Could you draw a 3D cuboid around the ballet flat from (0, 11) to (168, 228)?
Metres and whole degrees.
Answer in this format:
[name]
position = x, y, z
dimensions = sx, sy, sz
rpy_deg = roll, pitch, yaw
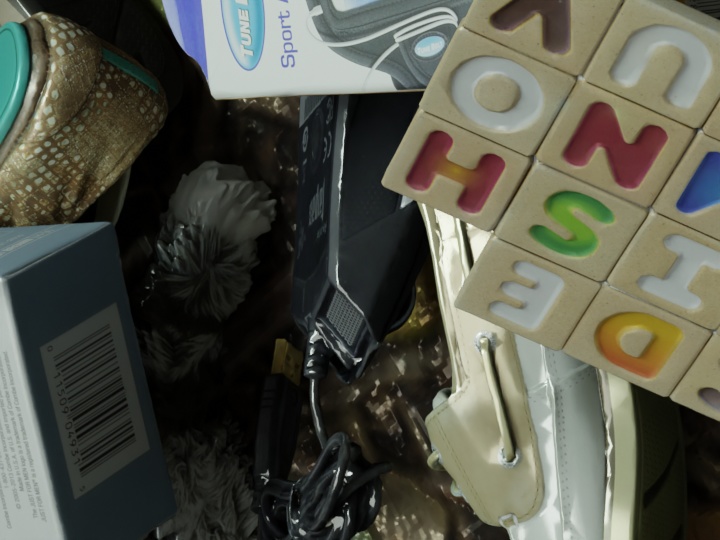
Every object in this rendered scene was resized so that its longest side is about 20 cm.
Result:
[ballet flat]
position = -0.124, -0.004, 0.934
dimensions = 0.200, 0.065, 0.071
rpy_deg = -48, 38, 41

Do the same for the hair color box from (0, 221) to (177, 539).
[hair color box]
position = -0.163, 0.042, 0.893
dimensions = 0.200, 0.061, 0.099
rpy_deg = -2, 107, 32

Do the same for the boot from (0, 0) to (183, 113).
[boot]
position = -0.162, -0.082, 1.005
dimensions = 0.200, 0.073, 0.151
rpy_deg = 49, 125, 16

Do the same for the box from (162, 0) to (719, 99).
[box]
position = 0.016, -0.110, 0.776
dimensions = 0.200, 0.041, 0.119
rpy_deg = 2, 100, 47

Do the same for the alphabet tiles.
[alphabet tiles]
position = 0.112, -0.013, 0.719
dimensions = 0.200, 0.008, 0.167
rpy_deg = 23, 140, -4

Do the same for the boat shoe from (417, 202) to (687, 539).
[boat shoe]
position = 0.056, 0.043, 0.827
dimensions = 0.068, 0.075, 0.200
rpy_deg = -2, 95, 18

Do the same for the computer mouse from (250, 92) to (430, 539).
[computer mouse]
position = 0.000, 0.000, 0.890
dimensions = 0.140, 0.046, 0.200
rpy_deg = 126, 148, -70

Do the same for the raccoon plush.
[raccoon plush]
position = -0.095, 0.056, 0.988
dimensions = 0.134, 0.097, 0.200
rpy_deg = 17, 80, 51
